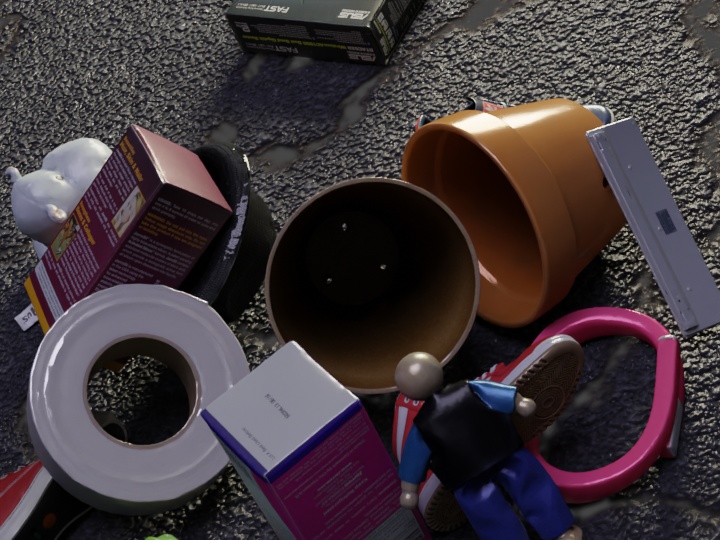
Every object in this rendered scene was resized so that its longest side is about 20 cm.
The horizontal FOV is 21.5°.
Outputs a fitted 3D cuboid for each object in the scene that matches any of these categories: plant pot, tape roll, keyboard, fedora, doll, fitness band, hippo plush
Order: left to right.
[{"bbox_3d":[-0.304,-0.056,1.930,0.200,0.161,0.159,-41,46,-16],"label":"hippo plush"},{"bbox_3d":[-0.199,0.115,1.705,0.201,0.071,0.203,3,72,-10],"label":"tape roll"},{"bbox_3d":[-0.142,-0.021,1.852,0.200,0.091,0.201,-28,50,39],"label":"fedora"},{"bbox_3d":[0.000,0.000,1.713,0.186,0.187,0.200,-28,10,-2],"label":"plant pot"},{"bbox_3d":[0.091,0.153,1.527,0.136,0.200,0.048,-34,4,6],"label":"doll"},{"bbox_3d":[0.151,-0.068,1.719,0.140,0.201,0.200,-29,41,-27],"label":"plant pot"},{"bbox_3d":[0.203,0.111,1.623,0.143,0.037,0.201,-5,47,22],"label":"fitness band"},{"bbox_3d":[0.261,-0.040,1.661,0.056,0.011,0.201,-18,78,-34],"label":"keyboard"}]

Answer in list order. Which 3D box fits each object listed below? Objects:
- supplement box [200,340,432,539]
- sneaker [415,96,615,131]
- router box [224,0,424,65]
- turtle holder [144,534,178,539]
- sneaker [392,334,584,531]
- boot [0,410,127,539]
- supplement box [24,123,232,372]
[{"bbox_3d":[-0.033,0.172,1.559,0.103,0.200,0.101,-38,45,-14],"label":"supplement box"},{"bbox_3d":[0.147,-0.137,1.850,0.199,0.085,0.075,-14,45,13],"label":"sneaker"},{"bbox_3d":[-0.031,-0.308,2.112,0.199,0.062,0.150,9,55,31],"label":"router box"},{"bbox_3d":[-0.128,0.293,1.553,0.131,0.141,0.185,-32,10,-24],"label":"turtle holder"},{"bbox_3d":[0.100,0.112,1.608,0.200,0.071,0.113,-52,38,13],"label":"sneaker"},{"bbox_3d":[-0.321,0.195,1.770,0.144,0.073,0.200,23,65,41],"label":"boot"},{"bbox_3d":[-0.223,-0.021,1.799,0.200,0.085,0.110,-53,39,16],"label":"supplement box"}]
